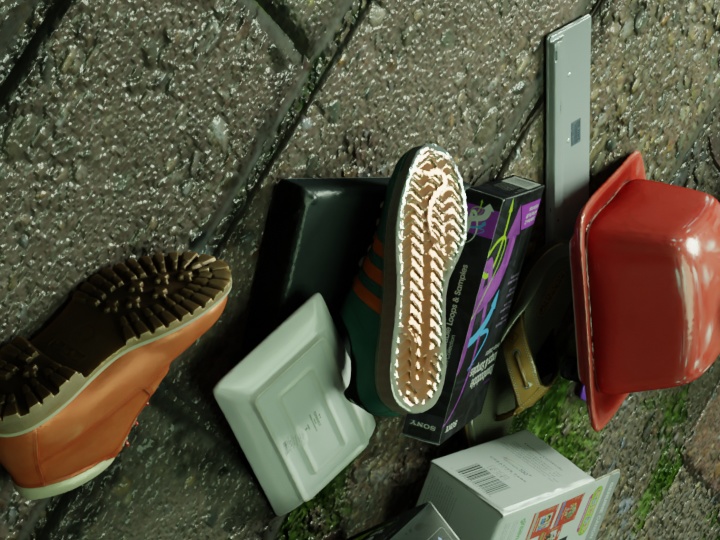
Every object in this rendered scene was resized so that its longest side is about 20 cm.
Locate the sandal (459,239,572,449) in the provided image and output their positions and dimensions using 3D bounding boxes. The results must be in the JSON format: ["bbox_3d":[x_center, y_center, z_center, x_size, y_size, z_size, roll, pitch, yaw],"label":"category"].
[{"bbox_3d":[0.143,0.071,1.841,0.082,0.055,0.200,34,85,-53],"label":"sandal"}]

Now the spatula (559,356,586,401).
[{"bbox_3d":[0.200,0.089,1.923,0.057,0.021,0.200,-68,164,1],"label":"spatula"}]

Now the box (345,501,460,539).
[{"bbox_3d":[0.042,0.302,1.687,0.124,0.149,0.200,-39,92,-33],"label":"box"}]

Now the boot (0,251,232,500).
[{"bbox_3d":[-0.163,0.068,1.452,0.200,0.075,0.107,-35,137,-24],"label":"boot"}]

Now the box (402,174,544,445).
[{"bbox_3d":[0.090,0.029,1.730,0.143,0.036,0.200,-22,130,-72],"label":"box"}]

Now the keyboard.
[{"bbox_3d":[0.172,-0.112,1.822,0.056,0.011,0.200,-35,134,-42],"label":"keyboard"}]

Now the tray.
[{"bbox_3d":[-0.040,0.106,1.622,0.107,0.022,0.200,-42,147,-14],"label":"tray"}]

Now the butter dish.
[{"bbox_3d":[0.266,0.015,1.845,0.200,0.148,0.200,-41,128,-60],"label":"butter dish"}]

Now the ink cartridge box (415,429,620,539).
[{"bbox_3d":[0.111,0.244,1.844,0.176,0.084,0.200,-12,128,-48],"label":"ink cartridge box"}]

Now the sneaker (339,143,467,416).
[{"bbox_3d":[0.022,0.006,1.600,0.071,0.080,0.200,19,74,-38],"label":"sneaker"}]

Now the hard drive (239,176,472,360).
[{"bbox_3d":[0.000,0.000,1.644,0.200,0.033,0.140,-4,112,-51],"label":"hard drive"}]
